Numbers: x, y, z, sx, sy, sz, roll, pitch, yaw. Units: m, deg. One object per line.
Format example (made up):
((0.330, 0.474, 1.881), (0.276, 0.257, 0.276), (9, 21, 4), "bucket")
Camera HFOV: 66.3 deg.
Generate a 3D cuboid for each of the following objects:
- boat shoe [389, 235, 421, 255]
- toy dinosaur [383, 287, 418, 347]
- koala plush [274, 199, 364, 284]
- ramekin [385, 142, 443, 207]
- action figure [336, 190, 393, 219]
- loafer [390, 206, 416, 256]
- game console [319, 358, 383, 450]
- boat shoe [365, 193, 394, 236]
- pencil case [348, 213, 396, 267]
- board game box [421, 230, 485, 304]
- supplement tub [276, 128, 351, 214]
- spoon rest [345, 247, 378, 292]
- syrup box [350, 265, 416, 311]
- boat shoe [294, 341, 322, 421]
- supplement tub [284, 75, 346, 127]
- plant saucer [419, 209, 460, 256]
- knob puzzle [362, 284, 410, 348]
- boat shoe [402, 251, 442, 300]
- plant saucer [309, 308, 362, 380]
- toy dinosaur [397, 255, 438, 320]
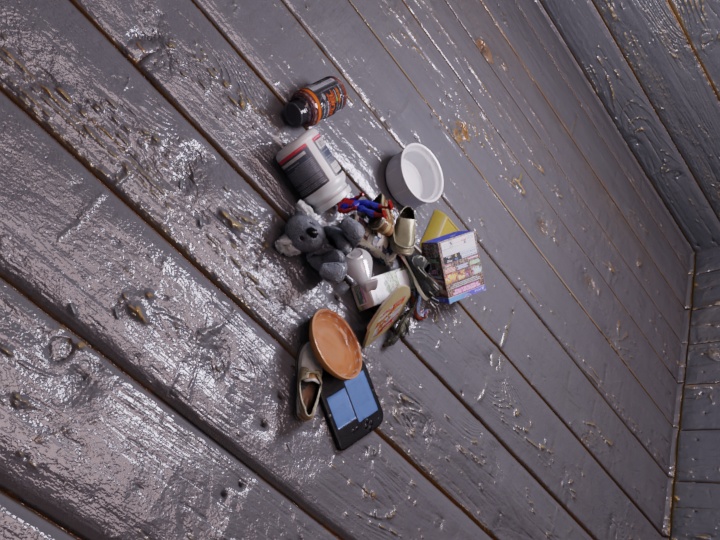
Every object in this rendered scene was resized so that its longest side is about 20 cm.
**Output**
((0.122, -0.113, 1.745), (0.198, 0.072, 0.064), (30, 59, -24), "boat shoe")
((0.137, 0.152, 1.669), (0.203, 0.047, 0.088), (-63, 163, -6), "toy dinosaur")
((-0.120, -0.078, 1.486), (0.197, 0.183, 0.180), (27, 81, -13), "koala plush")
((0.175, -0.308, 1.829), (0.198, 0.097, 0.205), (14, 69, -38), "ramekin")
((-0.005, -0.189, 1.584), (0.066, 0.197, 0.052), (-60, 141, -28), "action figure")
((0.130, -0.122, 1.649), (0.074, 0.069, 0.202), (7, 41, -2), "loafer")
((-0.028, 0.359, 1.507), (0.175, 0.031, 0.204), (-22, 92, -42), "game console")
((0.064, -0.160, 1.651), (0.074, 0.075, 0.201), (40, 25, -20), "boat shoe")
((0.028, -0.090, 1.648), (0.198, 0.078, 0.090), (33, 18, -30), "pencil case")
((0.305, -0.013, 1.807), (0.157, 0.096, 0.205), (-17, 100, -26), "board game box")
((-0.128, -0.274, 1.529), (0.140, 0.139, 0.202), (-45, 107, -39), "supplement tub")
((0.000, 0.000, 1.553), (0.097, 0.201, 0.062), (-16, 125, -10), "spoon rest")
((0.072, 0.052, 1.647), (0.198, 0.081, 0.080), (-17, 85, -41), "syrup box")
((-0.127, 0.280, 1.410), (0.073, 0.068, 0.205), (8, 70, -19), "boat shoe")
((-0.134, -0.487, 1.611), (0.200, 0.106, 0.108), (-42, 105, -39), "supplement tub")
((0.306, -0.084, 1.910), (0.200, 0.048, 0.202), (44, 54, -23), "plant saucer")
((0.076, 0.111, 1.584), (0.030, 0.222, 0.218), (38, 45, 21), "knob puzzle")
((0.180, -0.013, 1.661), (0.071, 0.067, 0.203), (10, 50, -59), "boat shoe")
((-0.071, 0.200, 1.471), (0.200, 0.037, 0.203), (41, 32, -31), "plant saucer")
((0.180, 0.057, 1.763), (0.104, 0.197, 0.185), (0, 109, -62), "toy dinosaur")
